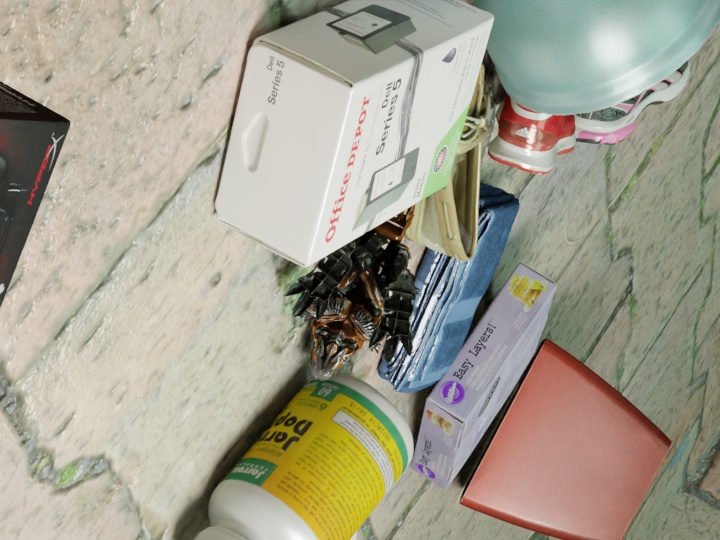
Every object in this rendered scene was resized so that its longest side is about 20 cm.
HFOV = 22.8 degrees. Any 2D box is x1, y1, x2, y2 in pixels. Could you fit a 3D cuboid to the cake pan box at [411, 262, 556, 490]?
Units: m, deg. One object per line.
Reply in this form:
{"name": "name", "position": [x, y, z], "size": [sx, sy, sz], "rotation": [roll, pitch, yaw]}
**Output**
{"name": "cake pan box", "position": [0.124, 0.112, 1.815], "size": [0.184, 0.052, 0.200], "rotation": [-52, 166, -22]}

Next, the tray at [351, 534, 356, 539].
{"name": "tray", "position": [-0.049, 0.245, 1.609], "size": [0.107, 0.022, 0.200], "rotation": [-36, 157, -21]}

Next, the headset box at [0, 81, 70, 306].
{"name": "headset box", "position": [-0.241, -0.020, 0.824], "size": [0.200, 0.075, 0.149], "rotation": [-5, 121, -65]}

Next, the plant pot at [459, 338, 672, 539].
{"name": "plant pot", "position": [0.235, 0.205, 1.982], "size": [0.200, 0.176, 0.200], "rotation": [-63, 175, 0]}

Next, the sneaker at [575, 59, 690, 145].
{"name": "sneaker", "position": [0.275, -0.207, 1.786], "size": [0.200, 0.080, 0.087], "rotation": [-50, 146, -43]}

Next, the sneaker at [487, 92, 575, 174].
{"name": "sneaker", "position": [0.164, -0.162, 1.533], "size": [0.200, 0.078, 0.116], "rotation": [-72, 179, -67]}

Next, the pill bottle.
{"name": "pill bottle", "position": [-0.053, 0.186, 1.453], "size": [0.200, 0.113, 0.113], "rotation": [-49, 155, -31]}

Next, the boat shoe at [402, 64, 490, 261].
{"name": "boat shoe", "position": [0.082, -0.097, 1.487], "size": [0.073, 0.063, 0.201], "rotation": [-39, 149, -45]}

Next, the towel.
{"name": "towel", "position": [0.087, 0.017, 1.657], "size": [0.112, 0.048, 0.200], "rotation": [-9, 124, -65]}

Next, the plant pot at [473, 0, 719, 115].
{"name": "plant pot", "position": [0.167, -0.239, 1.376], "size": [0.200, 0.200, 0.134], "rotation": [-54, 130, -20]}

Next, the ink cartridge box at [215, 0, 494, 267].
{"name": "ink cartridge box", "position": [-0.002, -0.108, 1.253], "size": [0.200, 0.084, 0.146], "rotation": [-33, 144, -52]}

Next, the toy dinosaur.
{"name": "toy dinosaur", "position": [0.000, 0.000, 1.414], "size": [0.136, 0.102, 0.201], "rotation": [-70, 165, -70]}
